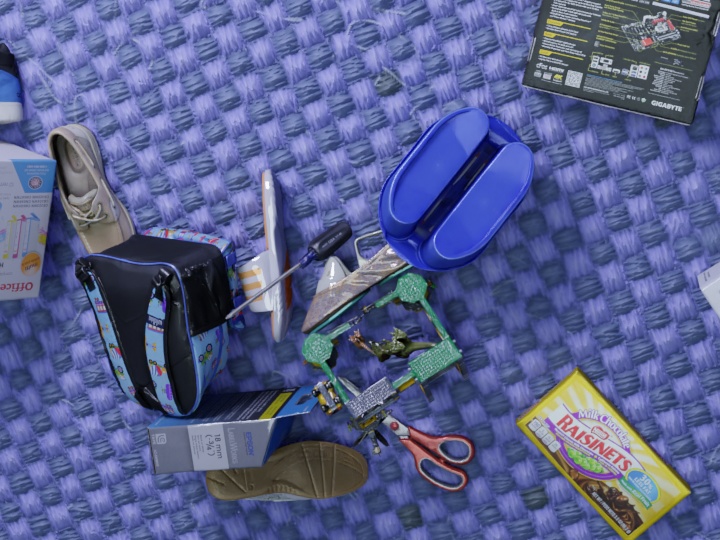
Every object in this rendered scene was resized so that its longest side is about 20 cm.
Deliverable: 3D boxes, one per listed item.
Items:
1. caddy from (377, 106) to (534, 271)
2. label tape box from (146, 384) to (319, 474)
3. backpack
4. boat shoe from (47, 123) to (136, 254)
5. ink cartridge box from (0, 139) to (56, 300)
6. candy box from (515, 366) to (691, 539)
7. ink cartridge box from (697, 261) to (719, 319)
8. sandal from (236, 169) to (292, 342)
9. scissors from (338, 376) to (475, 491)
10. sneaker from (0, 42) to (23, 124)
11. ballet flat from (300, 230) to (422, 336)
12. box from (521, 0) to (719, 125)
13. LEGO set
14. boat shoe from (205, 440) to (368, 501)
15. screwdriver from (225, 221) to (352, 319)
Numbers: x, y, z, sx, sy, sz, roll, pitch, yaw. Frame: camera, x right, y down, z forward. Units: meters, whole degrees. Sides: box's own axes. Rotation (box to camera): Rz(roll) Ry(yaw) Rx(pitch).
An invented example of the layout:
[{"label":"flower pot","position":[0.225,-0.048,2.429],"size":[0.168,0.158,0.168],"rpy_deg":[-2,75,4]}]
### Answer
[{"label":"caddy","position":[0.109,-0.094,1.637],"size":[0.141,0.105,0.200],"rpy_deg":[39,84,1]},{"label":"label tape box","position":[-0.137,0.190,1.719],"size":[0.200,0.144,0.063],"rpy_deg":[-6,99,12]},{"label":"backpack","position":[-0.227,0.064,1.702],"size":[0.182,0.134,0.200],"rpy_deg":[6,113,38]},{"label":"boat shoe","position":[-0.333,-0.081,1.748],"size":[0.072,0.065,0.200],"rpy_deg":[-17,97,13]},{"label":"ink cartridge box","position":[-0.464,-0.049,1.726],"size":[0.125,0.128,0.200],"rpy_deg":[19,106,39]},{"label":"candy box","position":[0.289,0.221,1.705],"size":[0.102,0.026,0.200],"rpy_deg":[-43,90,12]},{"label":"ink cartridge box","position":[0.502,0.019,1.597],"size":[0.200,0.084,0.146],"rpy_deg":[-33,93,14]},{"label":"sandal","position":[-0.119,-0.016,1.716],"size":[0.059,0.079,0.207],"rpy_deg":[-5,91,7]},{"label":"scissors","position":[0.048,0.203,1.753],"size":[0.200,0.014,0.073],"rpy_deg":[26,106,4]},{"label":"sneaker","position":[-0.503,-0.229,1.706],"size":[0.077,0.200,0.111],"rpy_deg":[0,96,55]},{"label":"ballet flat","position":[0.000,0.000,1.704],"size":[0.200,0.068,0.067],"rpy_deg":[-34,89,4]},{"label":"box","position":[0.295,-0.262,1.605],"size":[0.200,0.049,0.160],"rpy_deg":[14,100,8]},{"label":"LEGO set","position":[0.035,0.108,1.694],"size":[0.200,0.116,0.154],"rpy_deg":[-40,69,-5]},{"label":"boat shoe","position":[-0.092,0.250,1.765],"size":[0.200,0.069,0.071],"rpy_deg":[-1,78,-8]},{"label":"screwdriver","position":[-0.082,0.005,1.674],"size":[0.028,0.200,0.029],"rpy_deg":[13,137,48]}]
